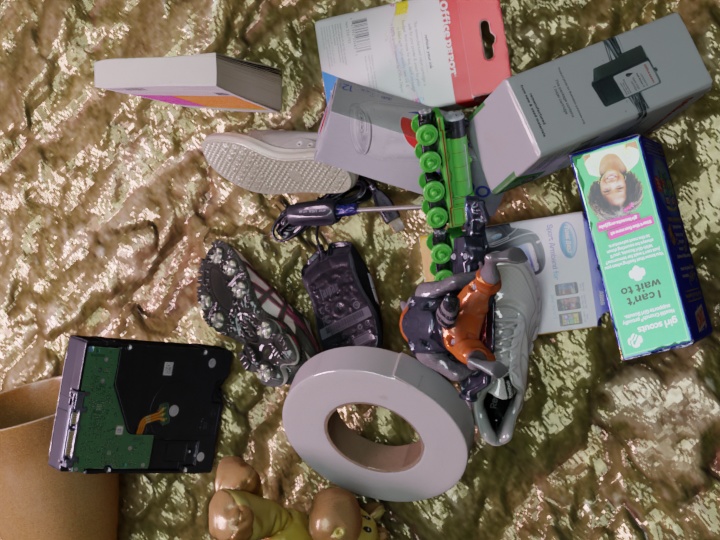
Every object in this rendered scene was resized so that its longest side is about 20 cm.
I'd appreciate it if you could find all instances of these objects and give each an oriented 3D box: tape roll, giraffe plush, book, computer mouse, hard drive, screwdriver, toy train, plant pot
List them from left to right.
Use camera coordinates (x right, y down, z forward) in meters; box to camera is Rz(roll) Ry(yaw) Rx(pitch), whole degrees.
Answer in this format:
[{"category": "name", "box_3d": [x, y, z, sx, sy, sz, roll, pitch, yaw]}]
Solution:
[{"category": "plant pot", "box_3d": [-0.340, 0.237, 1.732, 0.184, 0.186, 0.202, -9, 101, 16]}, {"category": "hard drive", "box_3d": [-0.231, 0.144, 1.681, 0.038, 0.199, 0.141, 13, 95, 44]}, {"category": "book", "box_3d": [-0.176, -0.195, 1.656, 0.132, 0.200, 0.049, 0, 91, 15]}, {"category": "giraffe plush", "box_3d": [-0.055, 0.284, 1.643, 0.160, 0.200, 0.174, -7, 64, 11]}, {"category": "computer mouse", "box_3d": [0.000, 0.000, 1.690, 0.140, 0.046, 0.201, -32, 70, 18]}, {"category": "screwdriver", "box_3d": [0.013, -0.067, 1.654, 0.198, 0.028, 0.029, -6, 51, 23]}, {"category": "tape roll", "box_3d": [0.018, 0.159, 1.623, 0.201, 0.037, 0.204, 11, 135, 12]}, {"category": "toy train", "box_3d": [0.089, -0.070, 1.580, 0.056, 0.042, 0.202, -10, 118, -3]}]

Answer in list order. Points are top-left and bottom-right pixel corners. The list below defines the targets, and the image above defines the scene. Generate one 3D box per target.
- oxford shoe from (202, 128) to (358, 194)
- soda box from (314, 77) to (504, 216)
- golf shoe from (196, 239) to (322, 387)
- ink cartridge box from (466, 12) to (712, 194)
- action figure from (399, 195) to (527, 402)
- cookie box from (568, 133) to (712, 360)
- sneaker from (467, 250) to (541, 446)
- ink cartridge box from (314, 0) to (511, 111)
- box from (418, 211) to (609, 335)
[{"category": "oxford shoe", "box_3d": [-0.081, -0.123, 1.702, 0.198, 0.076, 0.058, 6, 48, 31]}, {"category": "soda box", "box_3d": [0.057, -0.126, 1.614, 0.198, 0.064, 0.069, 17, 130, -6]}, {"category": "golf shoe", "box_3d": [-0.109, 0.051, 1.709, 0.077, 0.088, 0.201, -51, 55, 23]}, {"category": "ink cartridge box", "box_3d": [0.218, -0.160, 1.533, 0.198, 0.147, 0.084, -22, 83, -17]}, {"category": "action figure", "box_3d": [0.089, 0.022, 1.512, 0.103, 0.193, 0.202, 2, 81, -21]}, {"category": "cookie box", "box_3d": [0.275, -0.022, 1.543, 0.074, 0.171, 0.202, -16, 86, 18]}, {"category": "sneaker", "box_3d": [0.144, 0.080, 1.588, 0.074, 0.081, 0.202, 2, 110, 3]}, {"category": "ink cartridge box", "box_3d": [0.061, -0.221, 1.656, 0.198, 0.067, 0.118, -9, 88, 16]}, {"category": "box", "box_3d": [0.166, 0.009, 1.643, 0.198, 0.041, 0.121, -8, 88, 14]}]
